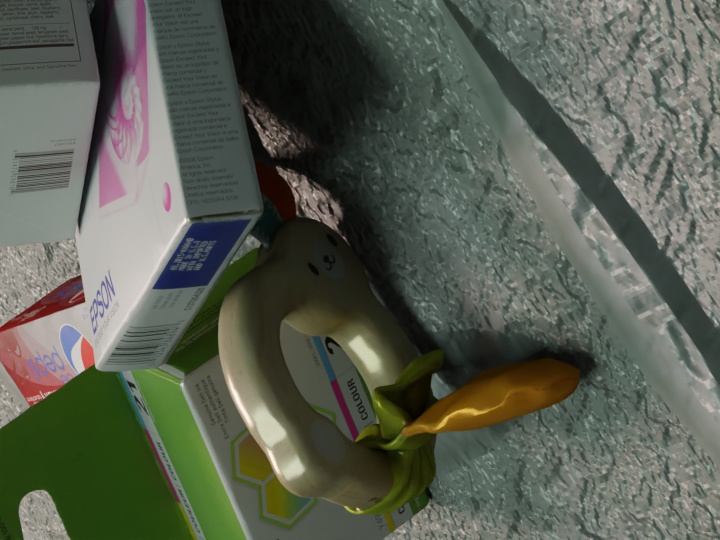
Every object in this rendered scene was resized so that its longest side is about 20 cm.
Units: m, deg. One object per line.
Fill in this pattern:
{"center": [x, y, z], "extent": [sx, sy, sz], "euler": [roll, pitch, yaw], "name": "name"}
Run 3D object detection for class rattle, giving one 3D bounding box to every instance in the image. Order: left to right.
{"center": [0.000, 0.000, 1.295], "extent": [0.143, 0.130, 0.200], "euler": [-48, 46, 47], "name": "rattle"}

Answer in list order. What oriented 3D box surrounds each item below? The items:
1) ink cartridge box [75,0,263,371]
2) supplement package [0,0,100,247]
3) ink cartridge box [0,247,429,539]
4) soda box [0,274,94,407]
{"center": [-0.103, -0.078, 1.292], "extent": [0.196, 0.043, 0.200], "euler": [126, 134, -63], "name": "ink cartridge box"}
{"center": [-0.214, -0.129, 1.312], "extent": [0.152, 0.150, 0.200], "euler": [110, 151, -60], "name": "supplement package"}
{"center": [-0.081, 0.106, 1.395], "extent": [0.076, 0.200, 0.148], "euler": [18, 137, 52], "name": "ink cartridge box"}
{"center": [-0.137, 0.035, 1.560], "extent": [0.063, 0.070, 0.200], "euler": [57, 155, -7], "name": "soda box"}
